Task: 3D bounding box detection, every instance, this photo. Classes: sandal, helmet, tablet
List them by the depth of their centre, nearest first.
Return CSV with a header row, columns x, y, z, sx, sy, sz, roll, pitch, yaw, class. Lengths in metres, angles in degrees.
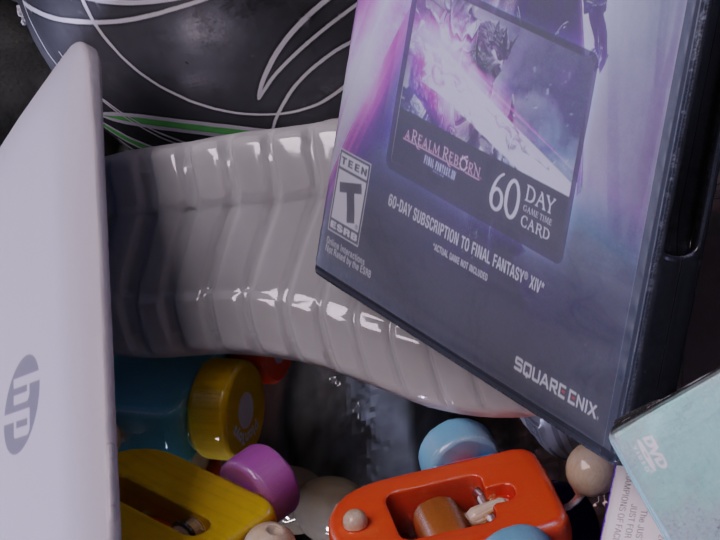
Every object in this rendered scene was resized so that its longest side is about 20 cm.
x,y,z,sx,sy,sz,roll,pitch,yaw,class
-0.097,0.049,0.823,0.130,0.014,0.201,-49,38,48,tablet
0.001,-0.008,0.836,0.202,0.050,0.083,7,97,25,sandal
-0.007,-0.114,0.906,0.200,0.200,0.191,6,63,41,helmet

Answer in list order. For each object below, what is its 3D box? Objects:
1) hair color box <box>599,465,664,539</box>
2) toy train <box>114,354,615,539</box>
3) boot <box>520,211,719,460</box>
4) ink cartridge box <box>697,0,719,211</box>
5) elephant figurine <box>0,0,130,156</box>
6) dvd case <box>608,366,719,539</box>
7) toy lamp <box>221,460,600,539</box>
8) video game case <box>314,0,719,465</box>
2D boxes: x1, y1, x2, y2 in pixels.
x,y,z,sx,sy,sz,roll,pitch,yaw,class
0.154,0.105,0.708,0.199,0.065,0.110,6,71,26,hair color box
-0.018,0.060,0.844,0.150,0.056,0.200,-16,31,-12,toy train
0.118,-0.033,0.850,0.095,0.073,0.201,12,84,36,boot
0.096,-0.080,0.722,0.200,0.067,0.118,-18,78,57,ink cartridge box
-0.176,-0.087,1.063,0.142,0.155,0.200,-50,51,38,elephant figurine
0.175,0.049,0.649,0.200,0.022,0.146,-30,80,8,dvd case
-0.018,0.071,0.909,0.199,0.058,0.058,9,73,41,toy lamp
0.045,-0.071,0.722,0.143,0.019,0.201,32,119,52,video game case
